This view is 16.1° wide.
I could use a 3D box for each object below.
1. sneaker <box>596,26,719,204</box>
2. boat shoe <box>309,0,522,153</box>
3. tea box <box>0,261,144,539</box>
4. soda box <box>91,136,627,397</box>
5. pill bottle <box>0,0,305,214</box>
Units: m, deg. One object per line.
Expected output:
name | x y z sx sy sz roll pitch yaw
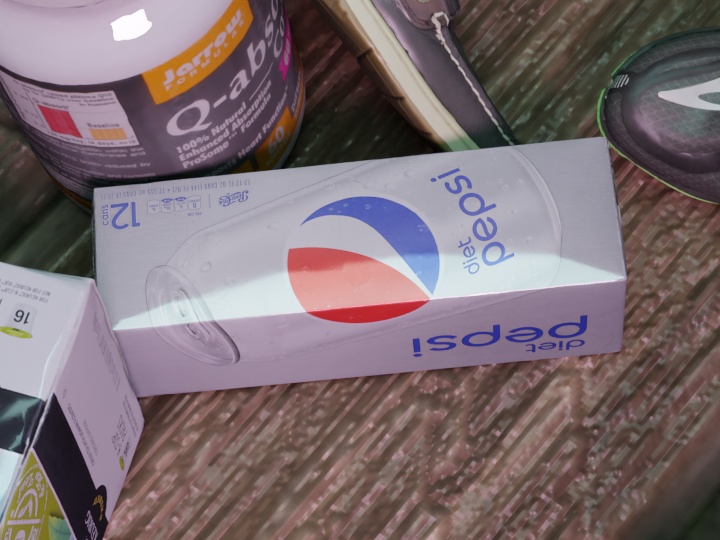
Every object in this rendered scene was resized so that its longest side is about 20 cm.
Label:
sneaker | 0.186 -0.044 0.969 0.200 0.084 0.077 19 94 14
boat shoe | 0.009 -0.122 0.985 0.066 0.072 0.201 -38 105 -2
tea box | -0.208 0.090 0.910 0.200 0.134 0.197 13 66 10
soda box | 0.000 0.000 0.977 0.200 0.068 0.064 -5 64 1
pill bottle | -0.090 -0.103 0.956 0.116 0.200 0.117 -3 68 7
